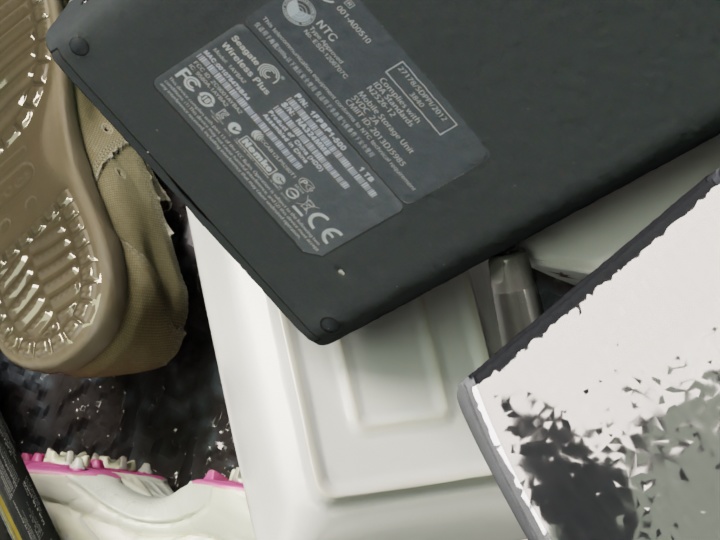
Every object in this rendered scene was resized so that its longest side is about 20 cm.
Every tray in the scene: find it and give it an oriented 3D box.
[{"bbox_3d":[0.000,0.000,0.903,0.022,0.107,0.200,127,134,-64],"label":"tray"}]

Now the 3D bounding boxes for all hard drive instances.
[{"bbox_3d":[0.018,-0.069,0.797,0.200,0.033,0.140,-29,111,36],"label":"hard drive"},{"bbox_3d":[0.120,0.074,0.751,0.135,0.042,0.200,-40,64,11],"label":"hard drive"}]

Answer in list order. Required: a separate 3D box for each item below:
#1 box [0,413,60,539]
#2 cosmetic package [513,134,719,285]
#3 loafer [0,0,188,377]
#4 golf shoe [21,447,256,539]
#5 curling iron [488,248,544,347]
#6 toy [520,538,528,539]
[{"bbox_3d":[-0.163,0.157,0.904,0.160,0.049,0.200,-20,105,9],"label":"box"},{"bbox_3d":[0.130,-0.086,0.851,0.113,0.081,0.200,9,86,32],"label":"cosmetic package"},{"bbox_3d":[-0.114,-0.034,0.993,0.076,0.068,0.200,-32,50,20],"label":"loafer"},{"bbox_3d":[-0.082,0.110,0.940,0.200,0.075,0.092,5,86,32],"label":"golf shoe"},{"bbox_3d":[0.077,0.089,0.842,0.050,0.026,0.200,-16,93,29],"label":"curling iron"},{"bbox_3d":[0.019,0.154,0.841,0.200,0.047,0.115,-17,60,31],"label":"toy"}]
